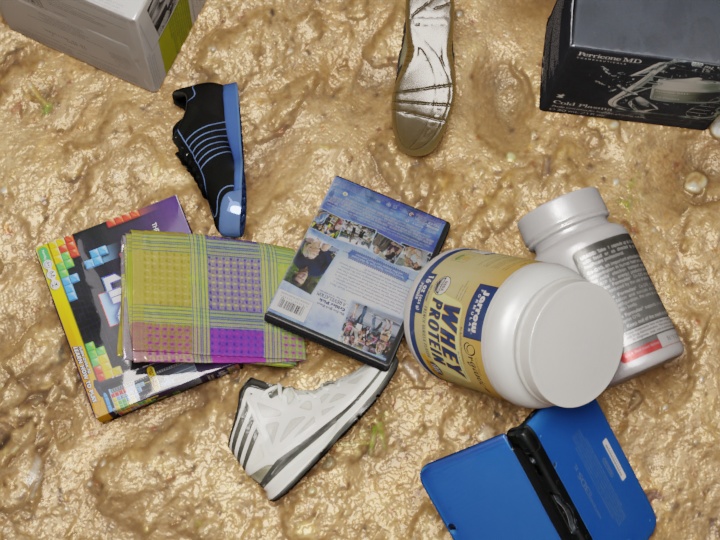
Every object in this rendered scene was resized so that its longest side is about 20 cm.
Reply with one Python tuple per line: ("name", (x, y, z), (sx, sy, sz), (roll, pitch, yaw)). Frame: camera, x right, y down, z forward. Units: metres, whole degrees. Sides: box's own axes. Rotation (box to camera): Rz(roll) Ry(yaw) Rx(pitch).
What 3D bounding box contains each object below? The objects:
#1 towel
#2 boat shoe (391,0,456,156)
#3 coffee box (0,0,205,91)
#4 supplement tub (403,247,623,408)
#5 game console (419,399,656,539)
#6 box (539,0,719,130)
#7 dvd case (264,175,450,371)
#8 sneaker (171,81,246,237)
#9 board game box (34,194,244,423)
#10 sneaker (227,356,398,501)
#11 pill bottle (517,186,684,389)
("towel", (-0.157, 0.031, 1.292), (0.199, 0.023, 0.144), (3, 68, -23))
("boat shoe", (0.077, -0.229, 1.393), (0.073, 0.065, 0.201), (9, 96, 7))
("coffee box", (-0.277, -0.350, 1.342), (0.199, 0.200, 0.198), (24, 77, 4))
("supplement tub", (0.152, 0.058, 1.242), (0.144, 0.200, 0.145), (-5, 100, -32))
("game console", (0.188, 0.236, 1.280), (0.171, 0.118, 0.200), (-39, 106, -38))
("box", (0.310, -0.248, 1.336), (0.199, 0.197, 0.124), (7, 77, 1))
("dvd case", (0.000, 0.000, 1.331), (0.142, 0.018, 0.200), (23, 58, 4))
("sneaker", (-0.166, -0.120, 1.349), (0.078, 0.070, 0.201), (-5, 58, -4))
("board game box", (-0.237, 0.041, 1.327), (0.165, 0.057, 0.201), (-22, 79, -5))
("sneaker", (-0.059, 0.134, 1.300), (0.115, 0.076, 0.200), (45, 82, 6))
("pill bottle", (0.252, 0.020, 1.315), (0.114, 0.114, 0.201), (-22, 79, -6))
